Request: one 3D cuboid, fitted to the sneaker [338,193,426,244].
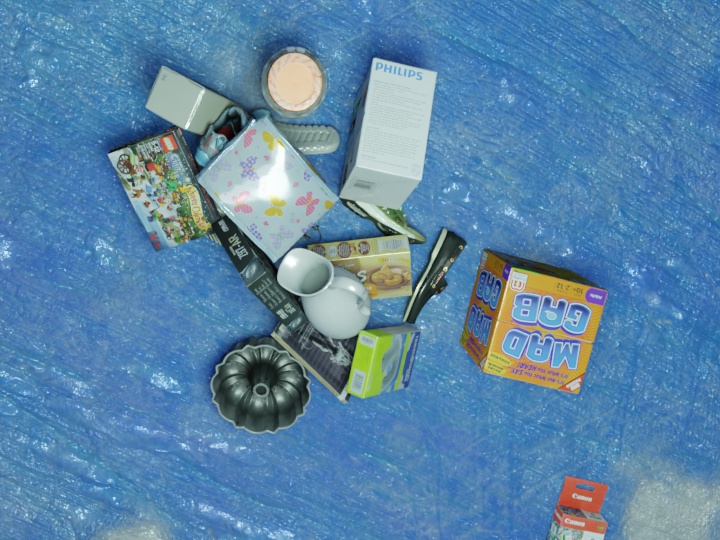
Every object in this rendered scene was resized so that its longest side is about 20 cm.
[{"bbox_3d":[0.058,-0.124,1.712,0.198,0.077,0.090,35,77,-16],"label":"sneaker"}]

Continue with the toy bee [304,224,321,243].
[{"bbox_3d":[-0.146,-0.157,1.667,0.128,0.110,0.202,-8,130,33],"label":"toy bee"}]

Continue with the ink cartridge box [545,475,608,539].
[{"bbox_3d":[0.467,0.555,1.887,0.106,0.050,0.205,13,99,-9],"label":"ink cartridge box"}]

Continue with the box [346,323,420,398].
[{"bbox_3d":[0.052,0.173,1.702,0.047,0.198,0.125,18,100,30],"label":"box"}]

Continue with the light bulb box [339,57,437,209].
[{"bbox_3d":[0.047,-0.242,1.592,0.122,0.198,0.205,11,77,-8],"label":"light bulb box"}]

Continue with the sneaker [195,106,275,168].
[{"bbox_3d":[-0.210,-0.251,1.571,0.079,0.200,0.096,35,134,10],"label":"sneaker"}]

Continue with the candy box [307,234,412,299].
[{"bbox_3d":[0.000,0.000,1.697,0.195,0.056,0.117,-6,132,0],"label":"candy box"}]

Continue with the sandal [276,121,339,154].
[{"bbox_3d":[-0.138,-0.238,1.670,0.197,0.084,0.050,4,143,-1],"label":"sandal"}]

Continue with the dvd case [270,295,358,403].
[{"bbox_3d":[-0.071,0.141,1.713,0.200,0.150,0.016,44,133,-12],"label":"dvd case"}]

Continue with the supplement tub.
[{"bbox_3d":[-0.121,-0.337,1.580,0.119,0.200,0.126,-1,100,-6],"label":"supplement tub"}]

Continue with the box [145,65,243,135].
[{"bbox_3d":[-0.291,-0.291,1.560,0.094,0.200,0.079,29,97,11],"label":"box"}]

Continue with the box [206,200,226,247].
[{"bbox_3d":[-0.299,-0.124,1.652,0.198,0.083,0.069,32,118,-10],"label":"box"}]

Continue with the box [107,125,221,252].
[{"bbox_3d":[-0.348,-0.145,1.578,0.134,0.038,0.203,-15,116,14],"label":"box"}]

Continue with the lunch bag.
[{"bbox_3d":[-0.164,-0.151,1.535,0.170,0.127,0.200,-44,116,2],"label":"lunch bag"}]

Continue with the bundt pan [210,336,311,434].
[{"bbox_3d":[-0.193,0.215,1.719,0.196,0.076,0.207,-1,116,-2],"label":"bundt pan"}]

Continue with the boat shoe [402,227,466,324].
[{"bbox_3d":[0.145,0.019,1.740,0.062,0.074,0.205,27,92,-3],"label":"boat shoe"}]

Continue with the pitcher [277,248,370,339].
[{"bbox_3d":[-0.037,0.051,1.582,0.169,0.200,0.123,17,72,32],"label":"pitcher"}]

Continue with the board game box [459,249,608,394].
[{"bbox_3d":[0.330,0.093,1.711,0.195,0.200,0.205,13,99,-9],"label":"board game box"}]

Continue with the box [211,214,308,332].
[{"bbox_3d":[-0.180,0.007,1.603,0.043,0.161,0.201,-35,146,0],"label":"box"}]
